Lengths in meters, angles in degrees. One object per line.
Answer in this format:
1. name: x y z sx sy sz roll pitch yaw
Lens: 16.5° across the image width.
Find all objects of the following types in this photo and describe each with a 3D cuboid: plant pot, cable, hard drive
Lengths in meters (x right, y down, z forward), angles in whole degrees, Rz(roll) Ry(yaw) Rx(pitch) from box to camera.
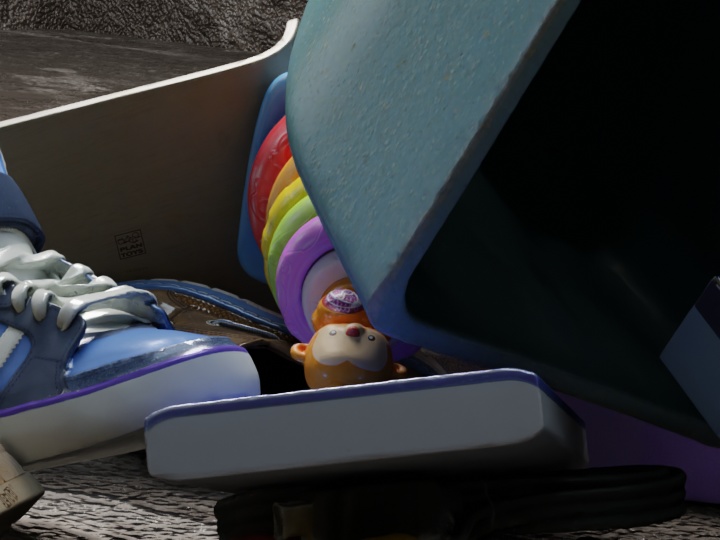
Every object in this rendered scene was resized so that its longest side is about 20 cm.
1. plant pot: 0.085 -0.084 0.948 0.195 0.197 0.200 20 20 -35
2. cable: 0.028 0.098 0.894 0.200 0.051 0.097 1 -5 -40
3. hard drive: 0.010 0.063 0.903 0.131 0.025 0.200 -7 -9 8

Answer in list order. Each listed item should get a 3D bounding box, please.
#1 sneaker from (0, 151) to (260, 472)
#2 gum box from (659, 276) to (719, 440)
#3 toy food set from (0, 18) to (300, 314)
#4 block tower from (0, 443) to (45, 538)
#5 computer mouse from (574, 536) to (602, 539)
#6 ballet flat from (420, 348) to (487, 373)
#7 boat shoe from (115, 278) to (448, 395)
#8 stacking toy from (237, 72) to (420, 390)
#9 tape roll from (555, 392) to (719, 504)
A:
1. sneaker: -0.132 0.001 0.929 0.200 0.147 0.080 -14 -7 37
2. gum box: 0.227 0.071 0.863 0.200 0.045 0.170 -3 47 -38
3. toy food set: -0.108 -0.027 1.126 0.199 0.144 0.060 -15 32 -6
4. block tower: -0.203 0.026 0.862 0.200 0.054 0.058 47 17 7
5. computer mouse: 0.089 0.113 0.836 0.058 0.034 0.200 3 8 -3
6. ballet flat: -0.021 0.041 1.200 0.067 0.068 0.200 -28 22 -36
7. boat shoe: -0.060 0.048 1.063 0.199 0.073 0.072 6 10 10
8. stacking toy: 0.000 0.000 1.013 0.116 0.110 0.200 12 25 0
9. tape roll: 0.167 0.054 1.149 0.199 0.066 0.200 5 9 -1
